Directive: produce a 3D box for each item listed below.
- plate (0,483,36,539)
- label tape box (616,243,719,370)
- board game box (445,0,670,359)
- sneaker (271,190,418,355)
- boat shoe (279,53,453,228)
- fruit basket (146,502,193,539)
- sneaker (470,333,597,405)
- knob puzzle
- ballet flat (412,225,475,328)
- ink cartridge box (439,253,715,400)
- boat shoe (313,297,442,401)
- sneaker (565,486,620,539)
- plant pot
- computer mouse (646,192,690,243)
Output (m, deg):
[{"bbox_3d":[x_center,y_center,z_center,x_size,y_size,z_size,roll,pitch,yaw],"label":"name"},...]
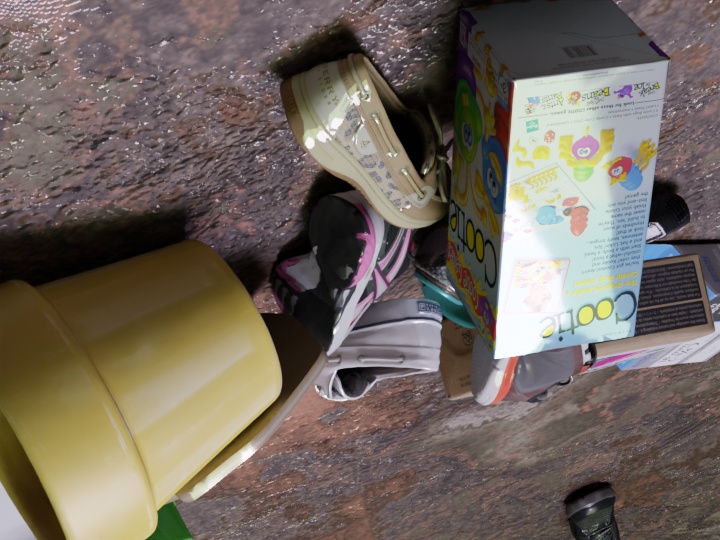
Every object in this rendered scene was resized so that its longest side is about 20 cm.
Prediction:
[{"bbox_3d":[-0.312,0.168,1.298,0.199,0.033,0.200,-33,128,24],"label":"plate"},{"bbox_3d":[0.306,0.035,1.595,0.199,0.064,0.144,-2,149,-39],"label":"label tape box"},{"bbox_3d":[0.121,-0.061,1.054,0.104,0.103,0.202,-8,124,-14],"label":"board game box"},{"bbox_3d":[0.000,0.000,1.236,0.086,0.081,0.200,-22,165,-28],"label":"sneaker"},{"bbox_3d":[0.022,-0.082,1.074,0.062,0.074,0.200,-27,156,20],"label":"boat shoe"},{"bbox_3d":[-0.277,0.289,1.582,0.213,0.157,0.216,4,-167,-1],"label":"fruit basket"},{"bbox_3d":[0.152,0.044,1.273,0.081,0.078,0.200,11,150,-14],"label":"sneaker"},{"bbox_3d":[-0.103,0.106,1.237,0.218,0.220,0.031,-29,118,17],"label":"knob puzzle"},{"bbox_3d":[0.085,0.001,1.318,0.071,0.073,0.200,-23,169,3],"label":"ballet flat"},{"bbox_3d":[0.184,0.051,1.442,0.163,0.076,0.200,-7,169,-31],"label":"ink cartridge box"},{"bbox_3d":[-0.017,0.074,1.339,0.073,0.066,0.199,13,157,-41],"label":"boat shoe"},{"bbox_3d":[0.337,0.373,2.295,0.076,0.115,0.200,-22,155,-4],"label":"sneaker"},{"bbox_3d":[-0.165,0.077,1.131,0.188,0.201,0.201,-31,161,-21],"label":"plant pot"},{"bbox_3d":[0.217,-0.031,1.352,0.058,0.034,0.199,-22,-179,35],"label":"computer mouse"}]
